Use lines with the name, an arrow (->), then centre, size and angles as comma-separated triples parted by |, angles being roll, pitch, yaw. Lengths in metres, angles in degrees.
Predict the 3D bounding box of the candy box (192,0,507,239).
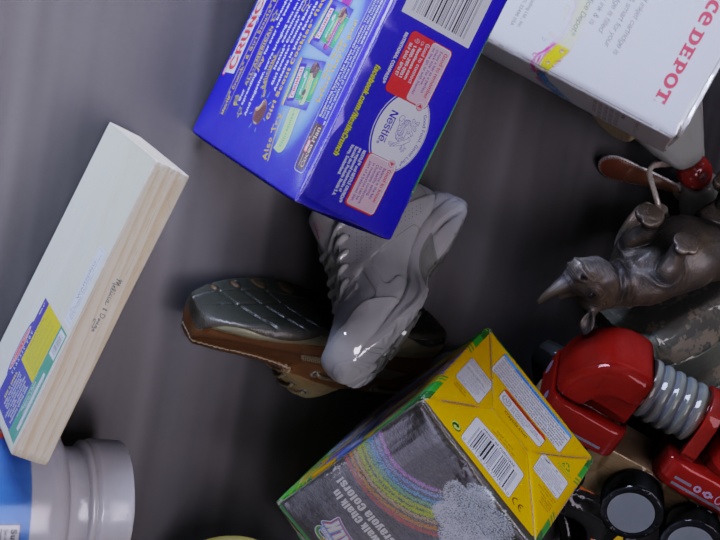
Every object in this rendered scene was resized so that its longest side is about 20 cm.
candy box -> -0.013, -0.129, 0.883 | 0.077, 0.200, 0.170 | 23, 97, -30

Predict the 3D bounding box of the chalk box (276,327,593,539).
chalk box -> 0.039, 0.158, 0.979 | 0.200, 0.124, 0.125 | -39, 90, 35

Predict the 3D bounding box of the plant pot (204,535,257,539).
plant pot -> -0.059, 0.318, 1.016 | 0.201, 0.201, 0.189 | -53, 133, -1

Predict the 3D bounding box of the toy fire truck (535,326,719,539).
toy fire truck -> 0.228, 0.099, 0.992 | 0.176, 0.129, 0.200 | 29, 117, -1

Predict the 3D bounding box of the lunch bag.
lunch bag -> 0.289, 0.082, 1.137 | 0.164, 0.118, 0.201 | -27, 121, -13

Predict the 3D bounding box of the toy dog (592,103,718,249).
toy dog -> 0.224, -0.112, 1.075 | 0.131, 0.096, 0.201 | -24, 129, -19

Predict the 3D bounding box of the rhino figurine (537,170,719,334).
rhino figurine -> 0.216, -0.007, 1.027 | 0.199, 0.060, 0.088 | -20, 151, -20

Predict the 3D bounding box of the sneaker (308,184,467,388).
sneaker -> 0.000, 0.000, 0.963 | 0.099, 0.200, 0.078 | 30, 130, -1

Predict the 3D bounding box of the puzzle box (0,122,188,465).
puzzle box -> -0.180, 0.010, 0.890 | 0.025, 0.133, 0.201 | 25, 96, -27

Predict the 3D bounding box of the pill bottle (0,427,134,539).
pill bottle -> -0.255, 0.151, 0.911 | 0.199, 0.112, 0.113 | 3, 105, -26

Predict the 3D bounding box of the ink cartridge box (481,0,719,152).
ink cartridge box -> 0.160, -0.193, 0.955 | 0.200, 0.086, 0.148 | 31, 92, 7

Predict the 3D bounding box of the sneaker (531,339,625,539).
sneaker -> 0.169, 0.154, 1.128 | 0.090, 0.070, 0.201 | -33, 118, -14

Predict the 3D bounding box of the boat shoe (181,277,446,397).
boat shoe -> -0.033, 0.058, 1.006 | 0.199, 0.076, 0.074 | 9, 116, -25

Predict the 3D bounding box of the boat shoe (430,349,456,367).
boat shoe -> 0.098, 0.158, 1.084 | 0.086, 0.074, 0.203 | -10, 86, -64
